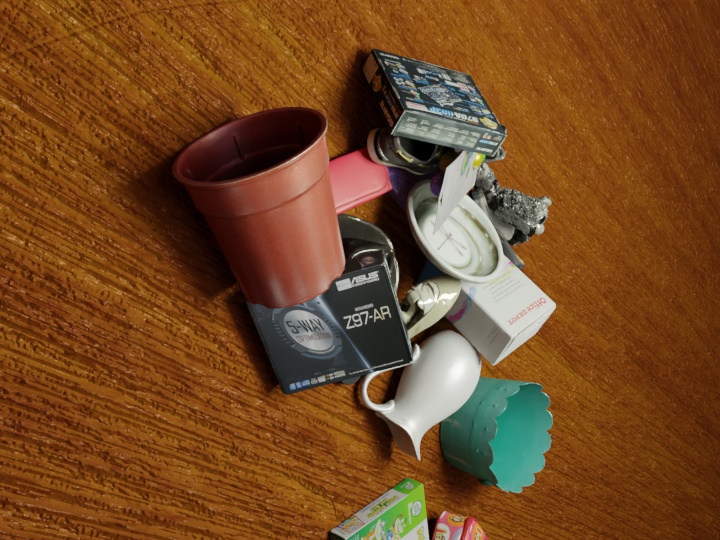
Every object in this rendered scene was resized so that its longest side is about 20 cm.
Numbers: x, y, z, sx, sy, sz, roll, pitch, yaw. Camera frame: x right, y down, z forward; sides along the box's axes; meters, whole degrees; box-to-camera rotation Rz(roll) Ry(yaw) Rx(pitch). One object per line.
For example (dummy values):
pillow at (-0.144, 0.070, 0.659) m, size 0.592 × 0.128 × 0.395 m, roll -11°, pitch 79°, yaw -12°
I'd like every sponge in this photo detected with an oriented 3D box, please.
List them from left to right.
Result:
sponge at (0.102, -0.151, 1.255) m, size 0.199 × 0.029 × 0.113 m, roll 38°, pitch 68°, yaw -41°

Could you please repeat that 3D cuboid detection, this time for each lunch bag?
lunch bag at (0.177, 0.556, 1.338) m, size 0.202 × 0.080 × 0.178 m, roll 62°, pitch 41°, yaw -42°

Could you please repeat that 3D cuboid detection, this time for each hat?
hat at (0.000, 0.000, 1.082) m, size 0.197 × 0.080 × 0.206 m, roll 10°, pitch 72°, yaw -33°

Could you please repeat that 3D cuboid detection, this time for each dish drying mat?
dish drying mat at (-0.035, -0.126, 1.105) m, size 0.198 × 0.018 × 0.078 m, roll -27°, pitch 97°, yaw -34°

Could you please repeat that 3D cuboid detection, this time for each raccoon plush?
raccoon plush at (0.302, -0.147, 1.424) m, size 0.134 × 0.095 × 0.203 m, roll -49°, pitch 126°, yaw -40°

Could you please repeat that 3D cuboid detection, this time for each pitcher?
pitcher at (0.101, 0.185, 1.239) m, size 0.201 × 0.121 × 0.172 m, roll -49°, pitch 113°, yaw -17°

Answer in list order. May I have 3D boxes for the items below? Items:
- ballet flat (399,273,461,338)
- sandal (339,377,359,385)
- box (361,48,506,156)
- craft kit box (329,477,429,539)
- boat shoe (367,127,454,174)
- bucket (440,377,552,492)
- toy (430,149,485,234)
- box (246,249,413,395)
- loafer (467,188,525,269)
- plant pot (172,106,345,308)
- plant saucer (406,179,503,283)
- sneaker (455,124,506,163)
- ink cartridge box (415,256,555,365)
ballet flat at (0.078, 0.069, 1.177) m, size 0.200 × 0.069 × 0.070 m, roll -44°, pitch 126°, yaw -1°
sandal at (-0.026, 0.081, 1.138) m, size 0.076 × 0.042 × 0.204 m, roll -34°, pitch 117°, yaw -38°
box at (0.113, -0.260, 1.145) m, size 0.196 × 0.046 × 0.161 m, roll 5°, pitch 46°, yaw -31°
craft kit box at (0.041, 0.490, 1.252) m, size 0.196 × 0.048 × 0.205 m, roll -22°, pitch 110°, yaw -45°
boat shoe at (0.095, -0.193, 1.175) m, size 0.199 × 0.060 × 0.074 m, roll -6°, pitch 92°, yaw -49°
bucket at (0.253, 0.299, 1.382) m, size 0.204 × 0.133 × 0.213 m, roll -6°, pitch 99°, yaw -44°
toy at (0.148, -0.156, 1.196) m, size 0.200 × 0.046 × 0.117 m, roll -44°, pitch 148°, yaw -49°
box at (-0.039, 0.075, 1.027) m, size 0.044 × 0.196 × 0.163 m, roll -91°, pitch 166°, yaw -63°
loafer at (0.250, -0.071, 1.371) m, size 0.073 × 0.071 × 0.202 m, roll -99°, pitch 167°, yaw -54°
plant pot at (-0.111, -0.073, 0.943) m, size 0.200 × 0.198 × 0.198 m, roll -42°, pitch 129°, yaw -34°
plant saucer at (0.146, -0.055, 1.215) m, size 0.197 × 0.050 × 0.203 m, roll 23°, pitch 44°, yaw -24°
sneaker at (0.191, -0.254, 1.275) m, size 0.199 × 0.114 × 0.076 m, roll 37°, pitch 69°, yaw -41°
ink cartridge box at (0.214, 0.043, 1.269) m, size 0.143 × 0.200 × 0.085 m, roll -25°, pitch 151°, yaw -40°
